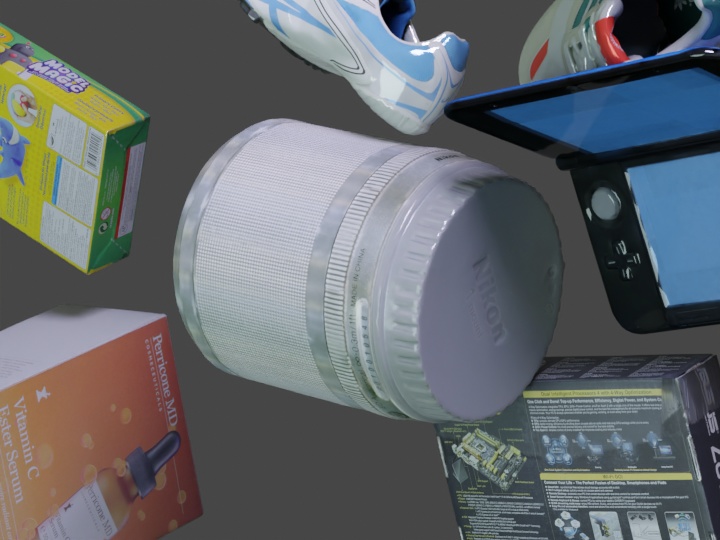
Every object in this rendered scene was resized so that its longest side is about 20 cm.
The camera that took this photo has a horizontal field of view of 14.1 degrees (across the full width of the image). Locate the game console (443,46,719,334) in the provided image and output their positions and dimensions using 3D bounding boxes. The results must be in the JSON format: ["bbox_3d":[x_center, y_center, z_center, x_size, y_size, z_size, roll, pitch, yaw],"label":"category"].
[{"bbox_3d":[0.169,-0.040,1.589,0.199,0.118,0.172,-9,102,45],"label":"game console"}]

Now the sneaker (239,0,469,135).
[{"bbox_3d":[-0.011,-0.152,1.750,0.200,0.072,0.073,37,91,34],"label":"sneaker"}]

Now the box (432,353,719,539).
[{"bbox_3d":[0.140,0.134,1.742,0.199,0.049,0.162,-4,107,43],"label":"box"}]

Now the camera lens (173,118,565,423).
[{"bbox_3d":[0.000,0.000,1.730,0.199,0.160,0.161,13,117,38],"label":"camera lens"}]

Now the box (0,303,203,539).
[{"bbox_3d":[-0.221,0.126,1.959,0.106,0.199,0.153,4,111,42],"label":"box"}]

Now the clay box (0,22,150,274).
[{"bbox_3d":[-0.234,-0.096,1.981,0.199,0.047,0.116,33,128,29],"label":"clay box"}]

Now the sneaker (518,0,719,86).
[{"bbox_3d":[0.141,-0.133,1.589,0.199,0.093,0.071,-25,91,45],"label":"sneaker"}]
